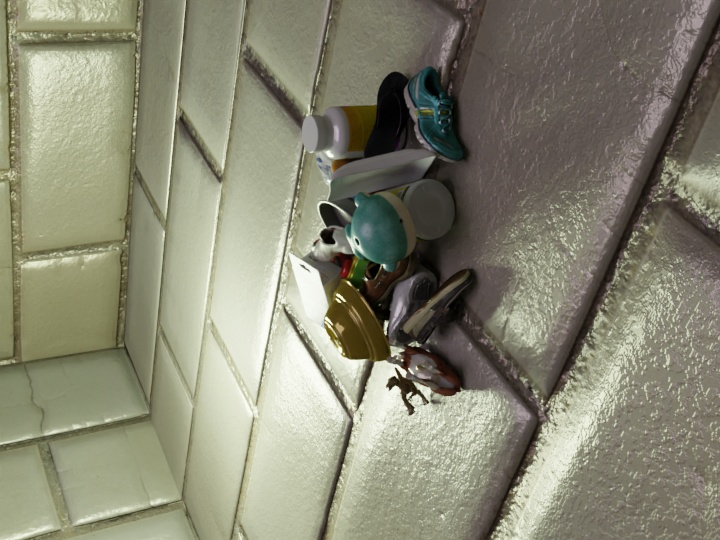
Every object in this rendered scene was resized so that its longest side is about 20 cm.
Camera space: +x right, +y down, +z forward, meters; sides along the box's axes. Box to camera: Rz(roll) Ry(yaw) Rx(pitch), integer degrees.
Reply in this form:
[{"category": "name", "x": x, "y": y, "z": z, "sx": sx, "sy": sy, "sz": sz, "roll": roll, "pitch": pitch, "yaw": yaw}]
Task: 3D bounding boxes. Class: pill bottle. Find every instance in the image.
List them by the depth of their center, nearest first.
[{"category": "pill bottle", "x": 0.086, "y": -0.109, "z": 1.672, "sx": 0.199, "sy": 0.113, "sz": 0.116, "roll": -6, "pitch": 91, "yaw": 62}, {"category": "pill bottle", "x": -0.014, "y": -0.279, "z": 1.728, "sx": 0.104, "sy": 0.198, "sz": 0.106, "roll": 21, "pitch": 115, "yaw": 58}]

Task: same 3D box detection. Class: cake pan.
[{"category": "cake pan", "x": -0.012, "y": -0.083, "z": 1.843, "sx": 0.200, "sy": 0.037, "sz": 0.201, "roll": 42, "pitch": 162, "yaw": 16}]

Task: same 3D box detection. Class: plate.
[{"category": "plate", "x": 0.032, "y": -0.183, "z": 1.609, "sx": 0.200, "sy": 0.197, "sz": 0.033, "roll": 119, "pitch": 136, "yaw": -82}]

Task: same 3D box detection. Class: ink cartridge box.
[{"category": "ink cartridge box", "x": -0.084, "y": 0.038, "z": 1.929, "sx": 0.115, "sy": 0.066, "sz": 0.202, "roll": 31, "pitch": 146, "yaw": 40}]

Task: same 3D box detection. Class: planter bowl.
[{"category": "planter bowl", "x": -0.022, "y": 0.126, "z": 1.816, "sx": 0.201, "sy": 0.083, "sz": 0.201, "roll": 54, "pitch": 165, "yaw": 21}]

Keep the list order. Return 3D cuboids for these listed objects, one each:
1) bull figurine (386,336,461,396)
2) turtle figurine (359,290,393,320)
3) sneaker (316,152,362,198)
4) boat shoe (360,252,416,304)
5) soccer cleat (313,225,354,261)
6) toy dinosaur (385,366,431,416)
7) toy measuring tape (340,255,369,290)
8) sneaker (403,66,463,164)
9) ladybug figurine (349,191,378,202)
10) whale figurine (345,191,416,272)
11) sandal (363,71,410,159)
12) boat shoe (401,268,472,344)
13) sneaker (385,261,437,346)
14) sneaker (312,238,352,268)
[{"category": "bull figurine", "x": 0.116, "y": 0.189, "z": 1.704, "sx": 0.199, "sy": 0.121, "sz": 0.066, "roll": 24, "pitch": 89, "yaw": 50}, {"category": "turtle figurine", "x": 0.028, "y": 0.080, "z": 1.876, "sx": 0.161, "sy": 0.064, "sz": 0.203, "roll": -38, "pitch": 63, "yaw": 58}, {"category": "sneaker", "x": -0.038, "y": -0.203, "z": 1.792, "sx": 0.201, "sy": 0.074, "sz": 0.089, "roll": -119, "pitch": 24, "yaw": -43}, {"category": "boat shoe", "x": 0.039, "y": 0.004, "z": 1.727, "sx": 0.200, "sy": 0.067, "sz": 0.073, "roll": 134, "pitch": 147, "yaw": -53}, {"category": "soccer cleat", "x": -0.062, "y": -0.063, "z": 1.814, "sx": 0.199, "sy": 0.077, "sz": 0.070, "roll": -9, "pitch": 60, "yaw": 64}, {"category": "toy dinosaur", "x": 0.097, "y": 0.244, "z": 1.781, "sx": 0.102, "sy": 0.058, "sz": 0.200, "roll": 58, "pitch": -176, "yaw": 8}, {"category": "toy measuring tape", "x": 0.000, "y": 0.000, "z": 1.804, "sx": 0.200, "sy": 0.072, "sz": 0.075, "roll": 140, "pitch": 120, "yaw": -74}, {"category": "sneaker", "x": 0.139, "y": -0.286, "z": 1.580, "sx": 0.080, "sy": 0.077, "sz": 0.202, "roll": -43, "pitch": 60, "yaw": 42}, {"category": "ladybug figurine", "x": -0.003, "y": -0.216, "z": 1.856, "sx": 0.135, "sy": 0.071, "sz": 0.203, "roll": 6, "pitch": 102, "yaw": 60}, {"category": "whale figurine", "x": 0.017, "y": -0.065, "z": 1.589, "sx": 0.199, "sy": 0.103, "sz": 0.161, "roll": -17, "pitch": 98, "yaw": 61}, {"category": "sandal", "x": 0.059, "y": -0.296, "z": 1.670, "sx": 0.048, "sy": 0.074, "sz": 0.203, "roll": 97, "pitch": -174, "yaw": -78}, {"category": "boat shoe", "x": 0.157, "y": 0.071, "z": 1.639, "sx": 0.065, "sy": 0.073, "sz": 0.200, "roll": 45, "pitch": 133, "yaw": 2}, {"category": "sneaker", "x": 0.096, "y": 0.063, "z": 1.753, "sx": 0.100, "sy": 0.077, "sz": 0.202, "roll": 60, "pitch": 138, "yaw": 49}, {"category": "sneaker", "x": -0.039, "y": 0.000, "z": 1.984, "sx": 0.073, "sy": 0.086, "sz": 0.202, "roll": 23, "pitch": 140, "yaw": 48}]
